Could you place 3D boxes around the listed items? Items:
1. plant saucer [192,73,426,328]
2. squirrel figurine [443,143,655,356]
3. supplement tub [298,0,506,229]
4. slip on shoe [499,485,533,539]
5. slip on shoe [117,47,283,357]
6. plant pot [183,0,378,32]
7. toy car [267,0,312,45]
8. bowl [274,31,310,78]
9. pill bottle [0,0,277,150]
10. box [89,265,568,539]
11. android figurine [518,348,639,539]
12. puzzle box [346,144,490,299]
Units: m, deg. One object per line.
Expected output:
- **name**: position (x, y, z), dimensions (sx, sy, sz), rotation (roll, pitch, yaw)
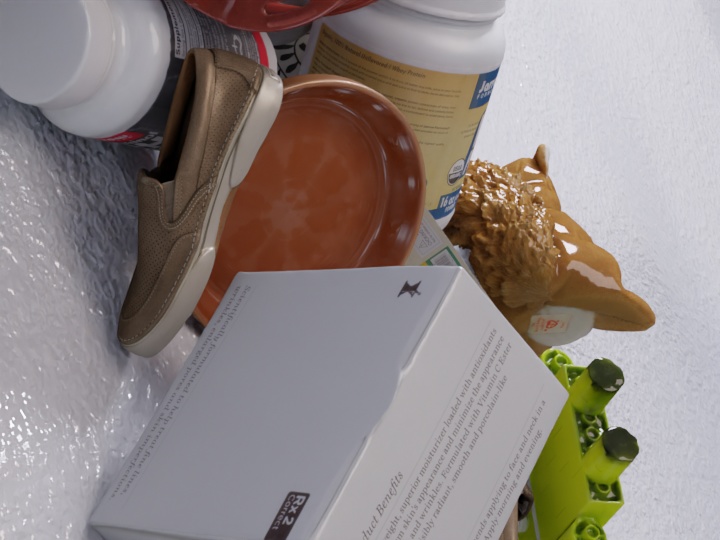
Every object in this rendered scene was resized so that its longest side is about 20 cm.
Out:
- **plant saucer**: position (-0.046, -0.040, 1.369), dimensions (0.200, 0.200, 0.032), rotation (42, -4, -40)
- **squirrel figurine**: position (0.142, -0.035, 1.741), dimensions (0.200, 0.141, 0.187), rotation (41, 30, -45)
- **supplement tub**: position (0.025, -0.138, 1.493), dimensions (0.144, 0.200, 0.145), rotation (14, 25, -7)
- **slip on shoe**: position (0.103, 0.172, 1.536), dimensions (0.200, 0.060, 0.076), rotation (-78, 176, -45)
- **slip on shoe**: position (-0.116, -0.045, 1.256), dimensions (0.060, 0.200, 0.076), rotation (22, 8, -28)
- **plant pot**: position (-0.049, -0.246, 1.293), dimensions (0.201, 0.200, 0.195), rotation (61, 15, -12)
- **toy car**: position (-0.080, -0.279, 1.483), dimensions (0.200, 0.150, 0.175), rotation (17, 55, -43)
- **bowl**: position (-0.007, -0.188, 1.628), dimensions (0.201, 0.094, 0.201), rotation (41, 37, -40)
- **pill bottle**: position (-0.150, -0.137, 1.304), dimensions (0.200, 0.111, 0.111), rotation (6, 64, -60)
- **box**: position (-0.018, 0.112, 1.185), dimensions (0.131, 0.200, 0.199), rotation (48, 58, -32)
- **android figurine**: position (0.154, 0.158, 1.561), dimensions (0.041, 0.200, 0.182), rotation (7, 55, -21)
- **puzzle box**: position (0.000, 0.000, 1.455), dimensions (0.200, 0.133, 0.025), rotation (54, 2, -25)
